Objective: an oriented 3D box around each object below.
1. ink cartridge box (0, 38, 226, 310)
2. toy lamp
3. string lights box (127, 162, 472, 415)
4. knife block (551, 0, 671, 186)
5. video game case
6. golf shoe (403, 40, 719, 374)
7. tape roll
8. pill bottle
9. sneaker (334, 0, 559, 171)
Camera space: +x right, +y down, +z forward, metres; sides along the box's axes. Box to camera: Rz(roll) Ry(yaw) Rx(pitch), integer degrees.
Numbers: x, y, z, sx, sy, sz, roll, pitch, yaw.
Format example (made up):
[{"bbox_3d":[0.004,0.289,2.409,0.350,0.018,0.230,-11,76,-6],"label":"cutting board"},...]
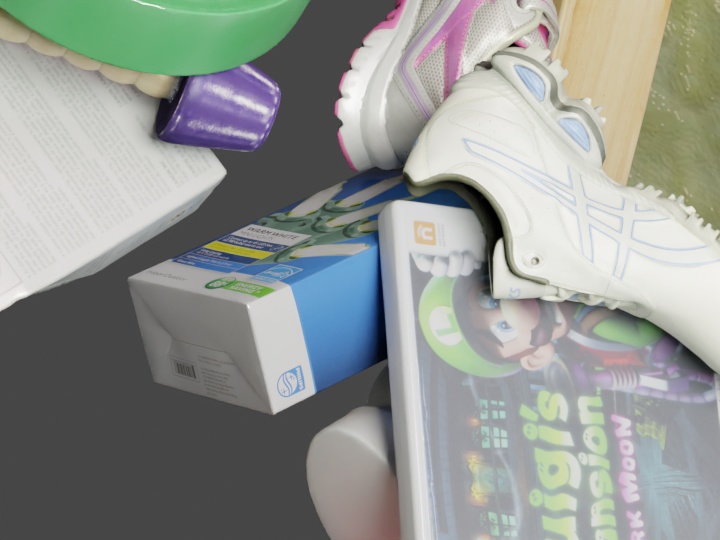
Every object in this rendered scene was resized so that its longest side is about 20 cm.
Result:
[{"bbox_3d":[-0.187,-0.057,1.424,0.200,0.047,0.160,-33,85,-31],"label":"ink cartridge box"},{"bbox_3d":[-0.135,-0.106,1.411,0.200,0.058,0.058,20,60,-13],"label":"toy lamp"},{"bbox_3d":[0.000,0.000,1.444,0.200,0.103,0.059,-26,112,-33],"label":"string lights box"},{"bbox_3d":[0.122,-0.140,1.531,0.064,0.176,0.200,3,66,-24],"label":"knife block"},{"bbox_3d":[0.099,0.070,1.380,0.182,0.023,0.200,6,66,-24],"label":"video game case"},{"bbox_3d":[0.104,-0.006,1.375,0.200,0.078,0.097,44,73,4],"label":"golf shoe"},{"bbox_3d":[-0.107,-0.184,1.417,0.200,0.048,0.201,15,49,-18],"label":"tape roll"},{"bbox_3d":[0.075,0.074,1.447,0.200,0.112,0.112,-28,81,-33],"label":"pill bottle"},{"bbox_3d":[0.062,-0.131,1.487,0.088,0.081,0.200,16,75,19],"label":"sneaker"}]
